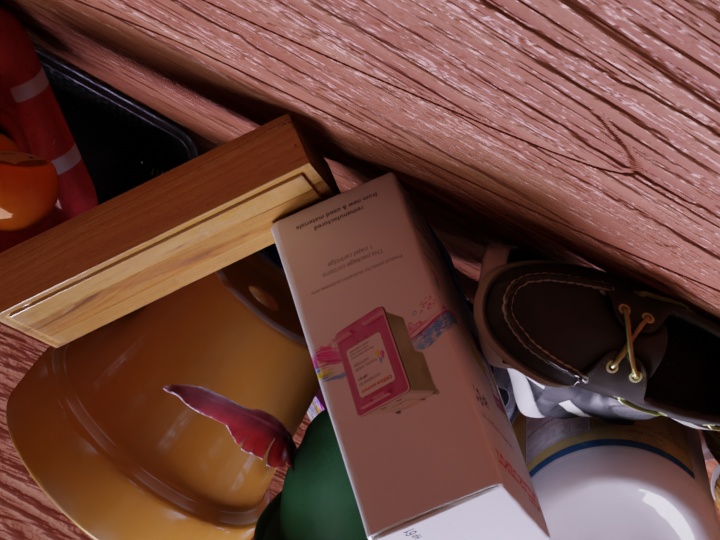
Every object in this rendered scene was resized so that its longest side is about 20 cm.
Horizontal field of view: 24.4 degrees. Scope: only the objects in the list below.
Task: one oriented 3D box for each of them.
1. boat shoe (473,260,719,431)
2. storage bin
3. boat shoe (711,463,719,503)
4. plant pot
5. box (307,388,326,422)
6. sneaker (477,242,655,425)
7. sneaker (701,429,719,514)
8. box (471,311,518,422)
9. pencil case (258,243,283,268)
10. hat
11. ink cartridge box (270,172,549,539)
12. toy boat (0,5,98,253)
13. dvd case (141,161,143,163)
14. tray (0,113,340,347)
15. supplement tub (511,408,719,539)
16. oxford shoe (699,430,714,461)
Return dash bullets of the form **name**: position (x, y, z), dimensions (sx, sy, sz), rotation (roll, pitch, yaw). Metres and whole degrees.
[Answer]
- **boat shoe**: position (0.158, 0.042, 0.946), dimensions (0.200, 0.072, 0.060), rotation (20, 171, -26)
- **storage bin**: position (-0.226, -0.069, 1.111), dimensions (0.199, 0.136, 0.093), rotation (28, 171, -31)
- **boat shoe**: position (0.376, 0.195, 1.317), dimensions (0.198, 0.075, 0.060), rotation (15, 180, 20)
- **plant pot**: position (-0.117, 0.083, 1.175), dimensions (0.200, 0.184, 0.200), rotation (38, -166, -11)
- **box**: position (-0.006, 0.125, 1.297), dimensions (0.137, 0.039, 0.201), rotation (53, 170, 38)
- **sneaker**: position (0.141, 0.039, 1.022), dimensions (0.111, 0.074, 0.200), rotation (3, 159, 18)
- **sneaker**: position (0.287, 0.122, 1.136), dimensions (0.076, 0.087, 0.201), rotation (59, 174, 37)
- **box**: position (0.100, 0.102, 1.386), dimensions (0.132, 0.116, 0.199), rotation (30, 170, -35)
- **pencil case**: position (-0.068, 0.021, 1.324), dimensions (0.199, 0.078, 0.087), rotation (20, -150, -49)
- **hat**: position (-0.015, 0.090, 1.072), dimensions (0.164, 0.178, 0.200), rotation (-15, -160, 4)
- **ink cartridge box**: position (0.032, 0.068, 0.974), dimensions (0.084, 0.202, 0.145), rotation (-22, 155, 9)
- **toy boat**: position (-0.219, -0.061, 0.972), dimensions (0.130, 0.130, 0.201), rotation (25, 142, 51)
- **dvd case**: position (-0.118, -0.063, 1.273), dimensions (0.198, 0.022, 0.146), rotation (21, 172, 17)
- **tray**: position (-0.112, -0.019, 0.965), dimensions (0.099, 0.198, 0.037), rotation (47, -161, -72)
- **supplement tub**: position (0.172, 0.153, 1.164), dimensions (0.143, 0.146, 0.200), rotation (24, -159, -3)
- **oxford shoe**: position (0.220, 0.132, 1.395), dimensions (0.072, 0.072, 0.199), rotation (22, 175, -34)
